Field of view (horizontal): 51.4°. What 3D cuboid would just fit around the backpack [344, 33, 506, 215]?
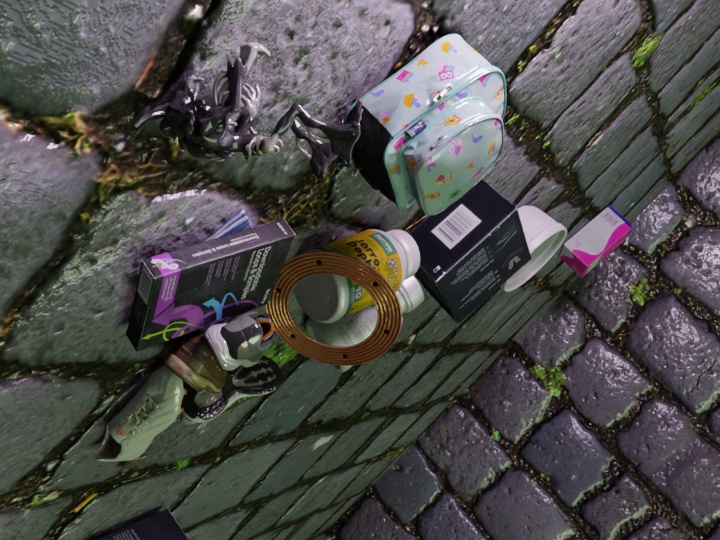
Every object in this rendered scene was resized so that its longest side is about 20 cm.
[{"bbox_3d":[0.097,-0.183,0.940,0.200,0.153,0.176,-47,155,-8],"label":"backpack"}]

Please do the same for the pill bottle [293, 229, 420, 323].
[{"bbox_3d":[0.000,0.000,1.164,0.199,0.113,0.113,-21,151,-43],"label":"pill bottle"}]

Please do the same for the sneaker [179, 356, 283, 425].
[{"bbox_3d":[-0.220,0.200,1.239,0.199,0.077,0.089,-17,161,-39],"label":"sneaker"}]

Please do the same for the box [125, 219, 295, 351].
[{"bbox_3d":[-0.184,0.017,0.927,0.199,0.036,0.143,-22,152,-39],"label":"box"}]

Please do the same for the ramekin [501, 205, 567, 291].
[{"bbox_3d":[0.370,-0.057,1.735,0.200,0.105,0.200,-36,158,-17],"label":"ramekin"}]

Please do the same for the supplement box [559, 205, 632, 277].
[{"bbox_3d":[0.729,-0.089,2.326,0.200,0.101,0.103,-38,159,-11],"label":"supplement box"}]

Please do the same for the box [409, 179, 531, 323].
[{"bbox_3d":[0.200,-0.035,1.405,0.196,0.117,0.200,-41,147,-3],"label":"box"}]

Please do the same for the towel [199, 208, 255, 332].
[{"bbox_3d":[-0.182,0.007,0.986,0.145,0.024,0.200,-37,157,-8],"label":"towel"}]

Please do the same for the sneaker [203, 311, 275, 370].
[{"bbox_3d":[-0.147,0.091,1.030,0.079,0.074,0.200,-25,179,4],"label":"sneaker"}]

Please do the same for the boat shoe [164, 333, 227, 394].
[{"bbox_3d":[-0.215,0.128,1.060,0.068,0.072,0.200,-52,174,-8],"label":"boat shoe"}]

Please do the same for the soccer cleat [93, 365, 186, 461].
[{"bbox_3d":[-0.316,0.214,1.077,0.077,0.069,0.200,-6,141,-51],"label":"soccer cleat"}]

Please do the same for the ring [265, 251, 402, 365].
[{"bbox_3d":[-0.038,0.054,1.062,0.201,0.200,0.019,-58,-172,35],"label":"ring"}]

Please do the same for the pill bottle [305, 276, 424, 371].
[{"bbox_3d":[0.011,0.077,1.332,0.200,0.114,0.115,-37,159,-16],"label":"pill bottle"}]

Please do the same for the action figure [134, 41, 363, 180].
[{"bbox_3d":[-0.105,-0.148,0.707,0.199,0.103,0.119,9,171,-16],"label":"action figure"}]

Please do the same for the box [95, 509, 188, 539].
[{"bbox_3d":[-0.462,0.597,1.460,0.197,0.118,0.200,-53,156,24],"label":"box"}]
